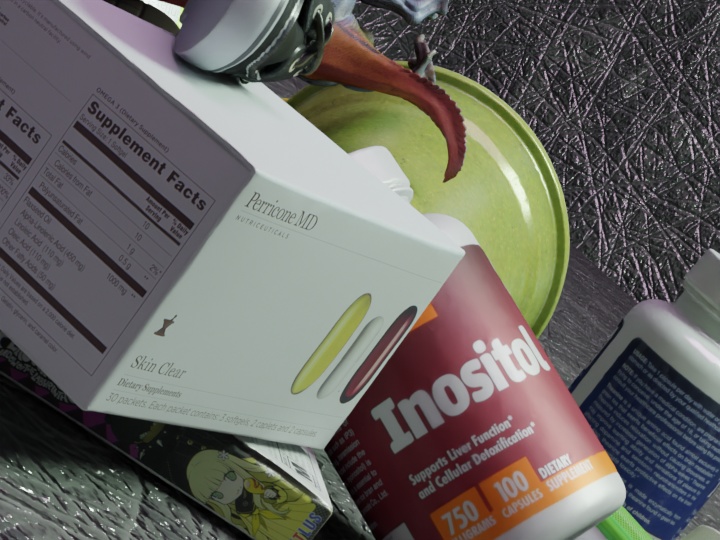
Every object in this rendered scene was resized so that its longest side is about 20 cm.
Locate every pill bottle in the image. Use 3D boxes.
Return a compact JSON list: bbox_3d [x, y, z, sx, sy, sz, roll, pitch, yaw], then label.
[{"bbox_3d":[0.027,0.049,1.015,0.201,0.113,0.113,58,12,11],"label":"pill bottle"},{"bbox_3d":[0.187,0.090,1.364,0.111,0.200,0.111,37,9,-6],"label":"pill bottle"}]

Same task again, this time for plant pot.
[{"bbox_3d":[0.000,0.000,1.177,0.200,0.201,0.184,38,20,3],"label":"plant pot"}]

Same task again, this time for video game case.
[{"bbox_3d":[-0.103,0.034,0.982,0.181,0.036,0.200,36,9,-18],"label":"video game case"}]

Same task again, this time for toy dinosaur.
[{"bbox_3d":[-0.043,-0.146,1.133,0.180,0.106,0.200,6,30,-17],"label":"toy dinosaur"}]

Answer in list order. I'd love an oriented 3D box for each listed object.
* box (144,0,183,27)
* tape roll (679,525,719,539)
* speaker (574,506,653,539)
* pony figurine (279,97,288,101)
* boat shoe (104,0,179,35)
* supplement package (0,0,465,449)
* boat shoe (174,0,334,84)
[{"bbox_3d":[-0.175,-0.159,1.273,0.121,0.048,0.200,-2,-23,41],"label":"box"},{"bbox_3d":[0.221,0.221,1.125,0.203,0.037,0.203,55,-6,8],"label":"tape roll"},{"bbox_3d":[0.112,0.155,1.085,0.088,0.089,0.200,32,10,-37],"label":"speaker"},{"bbox_3d":[0.025,-0.050,1.640,0.192,0.168,0.200,14,-14,17],"label":"pony figurine"},{"bbox_3d":[-0.170,-0.109,1.160,0.199,0.074,0.075,16,28,38],"label":"boat shoe"},{"bbox_3d":[-0.078,-0.023,0.892,0.156,0.111,0.200,40,10,25],"label":"supplement package"},{"bbox_3d":[-0.038,-0.109,0.919,0.056,0.069,0.200,33,6,-10],"label":"boat shoe"}]
